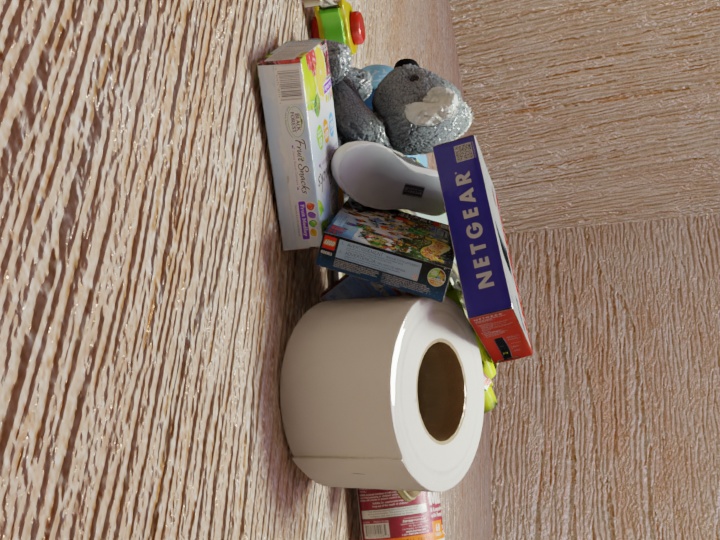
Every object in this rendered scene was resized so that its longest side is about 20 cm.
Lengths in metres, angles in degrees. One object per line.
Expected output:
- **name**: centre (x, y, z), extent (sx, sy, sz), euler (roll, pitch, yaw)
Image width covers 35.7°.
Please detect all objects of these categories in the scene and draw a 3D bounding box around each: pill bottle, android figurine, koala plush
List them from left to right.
- **koala plush**: centre (0.036, -0.185, 1.365), extent (0.177, 0.197, 0.187), euler (19, 66, -79)
- **pill bottle**: centre (0.044, 0.262, 1.442), extent (0.110, 0.108, 0.203), euler (31, 51, -77)
- **android figurine**: centre (0.113, 0.068, 1.345), extent (0.182, 0.041, 0.202), euler (-119, -172, -72)

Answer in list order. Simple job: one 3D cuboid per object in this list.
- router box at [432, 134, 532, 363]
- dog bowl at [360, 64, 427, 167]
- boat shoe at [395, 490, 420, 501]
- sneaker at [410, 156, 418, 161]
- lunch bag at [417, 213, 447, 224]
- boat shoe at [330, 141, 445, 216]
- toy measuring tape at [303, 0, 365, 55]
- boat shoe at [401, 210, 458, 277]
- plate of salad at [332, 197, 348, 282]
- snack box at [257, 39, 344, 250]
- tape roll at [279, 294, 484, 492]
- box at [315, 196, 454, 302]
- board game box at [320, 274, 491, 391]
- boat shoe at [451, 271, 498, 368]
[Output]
- **router box**: centre (0.136, -0.018, 1.229), extent (0.180, 0.048, 0.203), euler (51, 27, -67)
- **dog bowl**: centre (0.030, -0.190, 1.598), extent (0.050, 0.110, 0.202), euler (-53, 140, -53)
- **boat shoe**: centre (0.087, 0.201, 1.368), extent (0.073, 0.064, 0.200), euler (58, 32, -15)
- **sneaker**: centre (0.035, -0.113, 1.484), extent (0.199, 0.082, 0.071), euler (31, -33, 62)
- **lunch bag**: centre (0.071, -0.013, 1.676), extent (0.199, 0.121, 0.173), euler (-1, 86, -49)
- **boat shoe**: centre (0.029, -0.111, 1.284), extent (0.198, 0.066, 0.071), euler (7, 107, -45)
- **toy measuring tape**: centre (-0.035, -0.301, 1.392), extent (0.200, 0.072, 0.075), euler (-36, 121, -77)
- **boat shoe**: centre (0.077, -0.003, 1.567), extent (0.073, 0.074, 0.201), euler (-41, 94, -35)
- **plate of salad**: centre (0.000, 0.000, 1.498), extent (0.200, 0.047, 0.203), euler (-5, 90, -80)
- **snack box**: centre (-0.061, -0.140, 1.217), extent (0.142, 0.052, 0.203), euler (-63, 149, -68)
- **tape roll**: centre (0.028, 0.128, 1.177), extent (0.202, 0.138, 0.206), euler (12, 76, -56)
- **box**: centre (0.035, -0.027, 1.207), extent (0.200, 0.135, 0.038), euler (-64, 169, -74)
- **board game box**: centre (0.051, 0.078, 1.281), extent (0.200, 0.103, 0.019), euler (47, 48, -6)
- **boat shoe**: centre (0.124, 0.043, 1.474), extent (0.201, 0.072, 0.066), euler (48, 55, -5)
